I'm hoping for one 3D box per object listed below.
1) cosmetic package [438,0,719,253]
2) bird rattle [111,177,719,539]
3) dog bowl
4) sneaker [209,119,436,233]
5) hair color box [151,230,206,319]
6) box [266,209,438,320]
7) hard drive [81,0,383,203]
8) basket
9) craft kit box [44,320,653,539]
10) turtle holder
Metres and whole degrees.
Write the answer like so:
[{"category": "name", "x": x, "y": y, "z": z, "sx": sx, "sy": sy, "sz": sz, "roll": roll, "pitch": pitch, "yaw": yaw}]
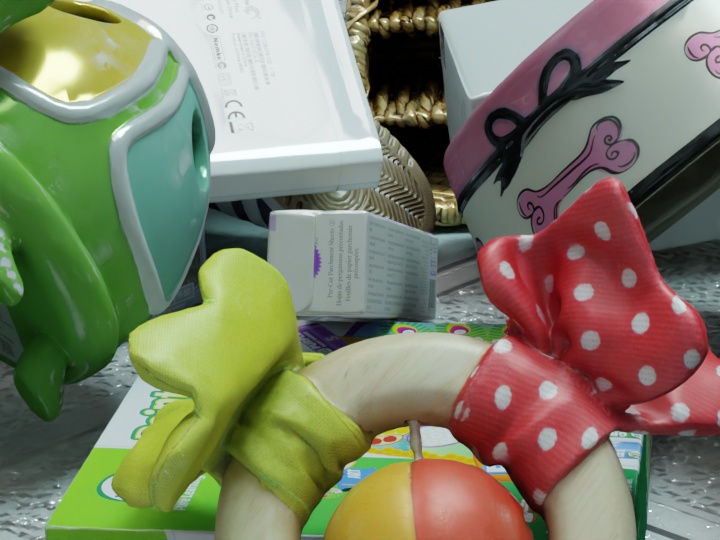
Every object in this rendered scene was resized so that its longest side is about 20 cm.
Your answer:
[{"category": "cosmetic package", "x": 0.142, "y": -0.075, "z": 1.103, "sx": 0.199, "sy": 0.113, "sz": 0.081, "roll": -14, "pitch": 38, "yaw": -3}, {"category": "bird rattle", "x": 0.024, "y": 0.067, "z": 0.737, "sx": 0.199, "sy": 0.164, "sz": 0.113, "roll": -3, "pitch": -18, "yaw": -8}, {"category": "dog bowl", "x": 0.119, "y": -0.067, "z": 0.953, "sx": 0.200, "sy": 0.074, "sz": 0.200, "roll": -38, "pitch": -8, "yaw": -6}, {"category": "sneaker", "x": -0.066, "y": -0.048, "z": 1.158, "sx": 0.200, "sy": 0.109, "sz": 0.070, "roll": 25, "pitch": 60, "yaw": -8}, {"category": "hair color box", "x": -0.176, "y": -0.019, "z": 1.108, "sx": 0.200, "sy": 0.061, "sz": 0.099, "roll": 14, "pitch": 25, "yaw": 39}, {"category": "box", "x": 0.000, "y": 0.000, "z": 0.966, "sx": 0.039, "sy": 0.042, "sz": 0.200, "roll": 1, "pitch": -1, "yaw": 9}, {"category": "hard drive", "x": -0.101, "y": -0.083, "z": 1.064, "sx": 0.199, "sy": 0.027, "sz": 0.132, "roll": -5, "pitch": 52, "yaw": -13}, {"category": "basket", "x": 0.091, "y": -0.111, "z": 1.217, "sx": 0.199, "sy": 0.143, "sz": 0.149, "roll": -1, "pitch": 19, "yaw": 4}, {"category": "craft kit box", "x": 0.006, "y": 0.072, "z": 0.862, "sx": 0.197, "sy": 0.049, "sz": 0.200, "roll": -2, "pitch": 19, "yaw": 9}, {"category": "turtle holder", "x": -0.134, "y": -0.051, "z": 0.919, "sx": 0.132, "sy": 0.186, "sz": 0.141, "roll": -45, "pitch": 29, "yaw": -25}]
